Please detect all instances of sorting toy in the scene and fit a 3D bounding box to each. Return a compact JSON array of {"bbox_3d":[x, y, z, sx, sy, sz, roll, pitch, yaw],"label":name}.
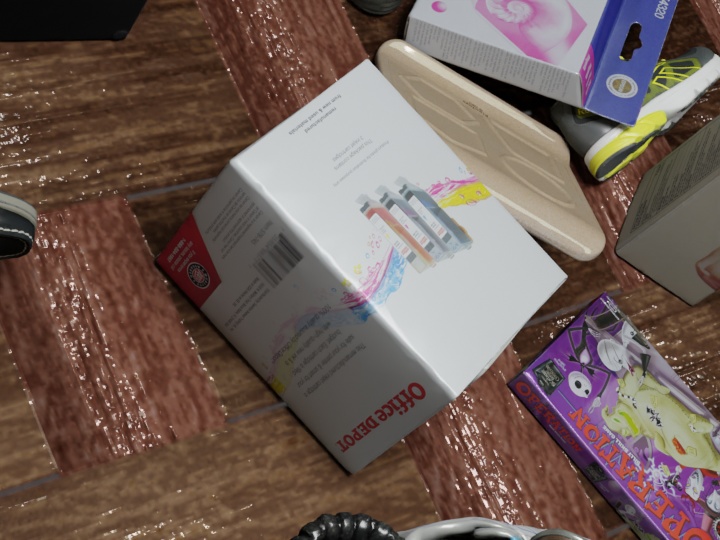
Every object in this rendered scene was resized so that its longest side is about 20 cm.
[{"bbox_3d":[0.089,-0.090,1.059,0.185,0.036,0.200,29,24,-13],"label":"sorting toy"}]

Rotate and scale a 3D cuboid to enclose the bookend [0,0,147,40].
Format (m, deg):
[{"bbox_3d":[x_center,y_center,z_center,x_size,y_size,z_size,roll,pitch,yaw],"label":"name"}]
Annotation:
[{"bbox_3d":[-0.260,-0.262,0.954,0.200,0.092,0.199,-6,67,-33],"label":"bookend"}]

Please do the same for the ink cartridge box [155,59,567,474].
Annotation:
[{"bbox_3d":[0.000,0.000,0.924,0.200,0.145,0.145,48,51,1],"label":"ink cartridge box"}]

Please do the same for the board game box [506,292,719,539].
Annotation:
[{"bbox_3d":[0.212,0.125,1.053,0.200,0.032,0.120,49,56,2],"label":"board game box"}]

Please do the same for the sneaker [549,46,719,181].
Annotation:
[{"bbox_3d":[0.235,-0.155,1.190,0.085,0.074,0.200,47,48,7],"label":"sneaker"}]

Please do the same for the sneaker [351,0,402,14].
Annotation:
[{"bbox_3d":[-0.024,-0.301,1.099,0.199,0.114,0.076,41,50,-1],"label":"sneaker"}]

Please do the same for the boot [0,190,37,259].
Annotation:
[{"bbox_3d":[-0.282,0.028,0.797,0.203,0.073,0.154,0,67,-25],"label":"boot"}]

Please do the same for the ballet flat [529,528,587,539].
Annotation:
[{"bbox_3d":[0.151,0.222,0.896,0.064,0.067,0.200,-54,133,-44],"label":"ballet flat"}]

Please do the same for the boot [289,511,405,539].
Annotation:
[{"bbox_3d":[0.026,0.220,0.808,0.211,0.158,0.080,25,54,-16],"label":"boot"}]

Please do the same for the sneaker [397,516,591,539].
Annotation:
[{"bbox_3d":[0.095,0.194,0.909,0.200,0.087,0.075,4,61,-29],"label":"sneaker"}]

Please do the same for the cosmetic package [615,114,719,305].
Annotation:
[{"bbox_3d":[0.302,-0.068,1.100,0.087,0.200,0.103,35,54,-10],"label":"cosmetic package"}]

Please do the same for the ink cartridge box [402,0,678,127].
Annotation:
[{"bbox_3d":[0.160,-0.227,1.168,0.200,0.043,0.197,19,52,7],"label":"ink cartridge box"}]
